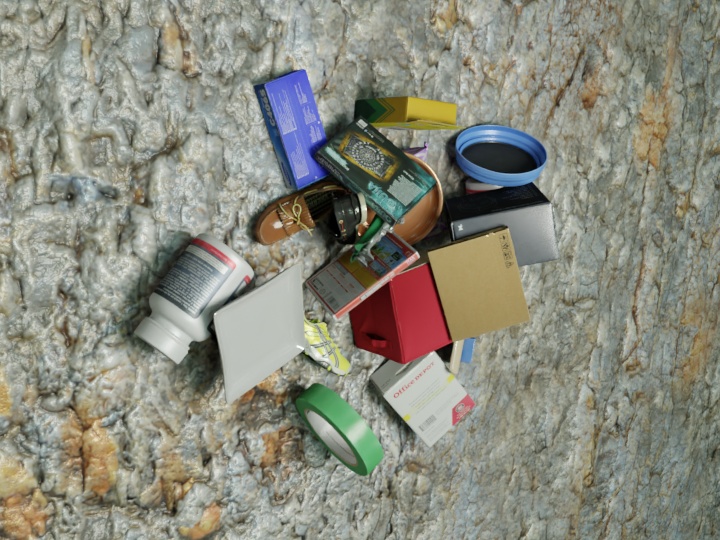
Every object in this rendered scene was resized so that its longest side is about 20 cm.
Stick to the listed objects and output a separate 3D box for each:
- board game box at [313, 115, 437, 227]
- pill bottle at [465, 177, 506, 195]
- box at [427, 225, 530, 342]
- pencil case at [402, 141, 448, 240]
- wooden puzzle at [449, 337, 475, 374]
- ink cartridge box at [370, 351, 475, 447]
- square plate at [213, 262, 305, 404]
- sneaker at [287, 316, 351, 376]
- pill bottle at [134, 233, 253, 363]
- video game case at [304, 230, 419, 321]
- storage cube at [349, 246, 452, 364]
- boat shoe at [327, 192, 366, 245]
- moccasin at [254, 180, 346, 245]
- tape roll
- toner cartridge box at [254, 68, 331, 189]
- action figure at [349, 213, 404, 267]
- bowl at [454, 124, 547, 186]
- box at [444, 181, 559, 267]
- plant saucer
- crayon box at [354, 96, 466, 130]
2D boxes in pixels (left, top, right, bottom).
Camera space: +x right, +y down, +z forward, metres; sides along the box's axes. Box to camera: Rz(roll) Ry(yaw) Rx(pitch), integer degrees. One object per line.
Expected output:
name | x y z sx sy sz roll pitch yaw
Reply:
board game box | 0.029 -0.188 1.400 0.200 0.028 0.135 42 59 8
pill bottle | 0.304 -0.110 1.687 0.119 0.119 0.201 -19 110 -33
box | 0.230 0.029 1.452 0.162 0.021 0.201 -16 110 5
pencil case | 0.122 -0.160 1.562 0.085 0.084 0.201 -16 113 5
wooden puzzle | 0.234 0.129 1.655 0.200 0.046 0.187 -3 104 -82
ink cartridge box | 0.137 0.263 1.631 0.145 0.083 0.200 -40 122 -4
square plate | -0.176 0.106 1.309 0.198 0.028 0.201 -34 137 -39
sneaker | -0.081 0.143 1.473 0.200 0.075 0.077 41 75 -35
pill bottle | -0.285 0.049 1.267 0.120 0.119 0.200 46 71 -33
video game case | 0.000 0.000 1.433 0.200 0.143 0.017 -37 126 -6
storage cube | 0.090 0.061 1.527 0.199 0.171 0.181 -21 109 -31
boat shoe | -0.033 -0.093 1.401 0.063 0.201 0.074 -12 79 -9
moccasin | -0.110 -0.106 1.403 0.201 0.078 0.074 -27 113 -30
tape roll | -0.042 0.309 1.453 0.048 0.200 0.201 -41 120 -24
toner cartridge box | -0.120 -0.262 1.390 0.095 0.043 0.201 -29 114 -29
action figure | 0.052 -0.099 1.428 0.055 0.118 0.201 35 68 -6
bowl | 0.302 -0.248 1.620 0.200 0.200 0.040 -25 139 -31
box | 0.283 -0.087 1.529 0.199 0.197 0.125 -11 106 6
plant saucer | 0.065 -0.143 1.503 0.199 0.037 0.202 -1 110 -3
crayon box | 0.095 -0.302 1.446 0.126 0.199 0.051 -1 99 -37
